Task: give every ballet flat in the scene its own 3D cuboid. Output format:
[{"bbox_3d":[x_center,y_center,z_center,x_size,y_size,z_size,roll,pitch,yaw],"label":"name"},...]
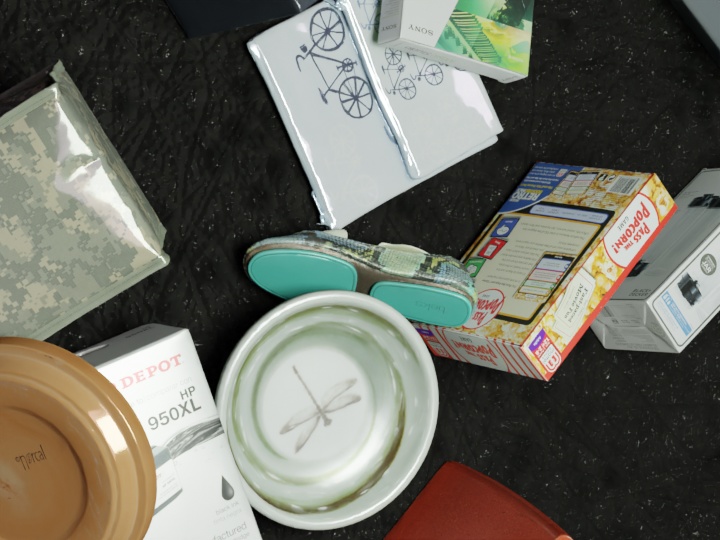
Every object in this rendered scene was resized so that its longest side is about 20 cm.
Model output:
[{"bbox_3d":[0.000,0.000,1.590,0.200,0.074,0.074,15,82,-10],"label":"ballet flat"}]

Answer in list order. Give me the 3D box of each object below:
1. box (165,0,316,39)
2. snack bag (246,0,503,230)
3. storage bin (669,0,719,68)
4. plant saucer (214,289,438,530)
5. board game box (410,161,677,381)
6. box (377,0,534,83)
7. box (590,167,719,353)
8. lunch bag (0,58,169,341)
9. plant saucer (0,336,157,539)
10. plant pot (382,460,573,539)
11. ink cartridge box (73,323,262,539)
[{"bbox_3d":[-0.054,-0.280,1.488,0.182,0.200,0.104,-38,108,-23],"label":"box"},{"bbox_3d":[0.013,-0.157,1.626,0.200,0.021,0.189,-30,104,-26],"label":"snack bag"},{"bbox_3d":[0.368,-0.263,1.774,0.134,0.146,0.200,-39,110,5],"label":"storage bin"},{"bbox_3d":[-0.034,0.112,1.572,0.200,0.050,0.200,-4,99,-25],"label":"plant saucer"},{"bbox_3d":[0.155,-0.004,1.629,0.200,0.151,0.046,-50,122,-19],"label":"board game box"},{"bbox_3d":[0.090,-0.276,1.647,0.144,0.036,0.200,11,80,-34],"label":"box"},{"bbox_3d":[0.303,-0.013,1.734,0.200,0.117,0.060,-44,110,-23],"label":"box"},{"bbox_3d":[-0.266,-0.031,1.410,0.200,0.118,0.164,-31,108,2],"label":"lunch bag"},{"bbox_3d":[-0.246,0.147,1.391,0.200,0.200,0.032,67,24,-12],"label":"plant saucer"},{"bbox_3d":[0.121,0.303,1.595,0.200,0.176,0.200,49,69,-20],"label":"plant pot"},{"bbox_3d":[-0.178,0.159,1.480,0.144,0.084,0.200,-23,101,-26],"label":"ink cartridge box"}]
